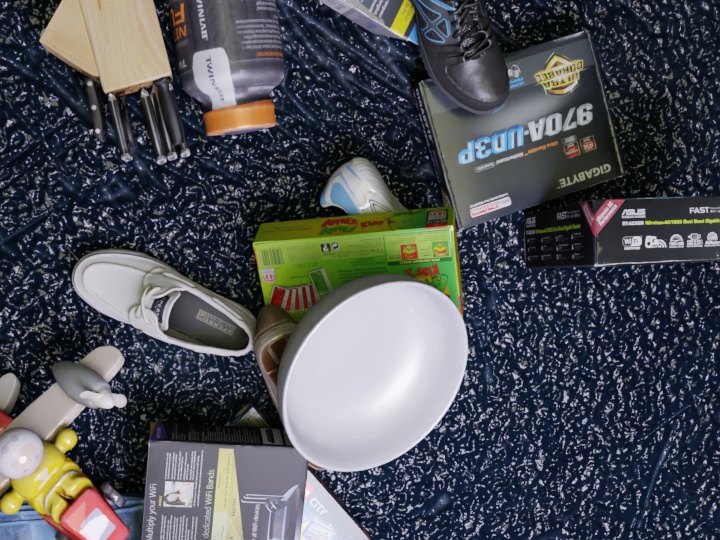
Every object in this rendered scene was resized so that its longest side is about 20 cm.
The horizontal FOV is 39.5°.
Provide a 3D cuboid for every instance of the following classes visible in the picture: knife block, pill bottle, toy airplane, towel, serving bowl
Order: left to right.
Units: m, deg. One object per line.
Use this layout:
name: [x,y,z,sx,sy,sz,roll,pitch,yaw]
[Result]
toy airplane: [-0.315,0.170,0.933,0.195,0.142,0.204,-2,69,-7]
towel: [-0.301,0.283,1.009,0.196,0.049,0.114,-2,95,-11]
knife block: [-0.212,-0.214,0.981,0.174,0.064,0.202,30,88,-12]
pill bottle: [-0.130,-0.235,0.972,0.104,0.106,0.204,-9,95,-9]
serving bowl: [0.003,0.088,0.952,0.197,0.066,0.204,-15,122,-25]

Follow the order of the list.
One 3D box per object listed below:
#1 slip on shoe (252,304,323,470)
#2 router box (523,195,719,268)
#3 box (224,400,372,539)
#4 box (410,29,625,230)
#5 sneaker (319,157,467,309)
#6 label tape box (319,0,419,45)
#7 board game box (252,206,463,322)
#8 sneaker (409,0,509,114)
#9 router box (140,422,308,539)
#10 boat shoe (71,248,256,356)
slip on shoe: [-0.059,0.120,1.019,0.075,0.061,0.202,-29,128,-3]
router box: [0.266,-0.036,1.011,0.147,0.200,0.064,-2,90,-10]
box: [-0.099,0.258,1.049,0.136,0.038,0.201,-41,100,-5]
box: [0.167,-0.149,1.064,0.196,0.046,0.162,-17,97,-9]
sneaker: [0.038,-0.029,1.046,0.072,0.072,0.200,-37,106,22]
label tape box: [0.023,-0.323,1.016,0.198,0.063,0.146,28,89,-15]
board game box: [0.000,0.000,0.998,0.196,0.048,0.103,-5,117,9]
sneaker: [0.088,-0.242,0.964,0.073,0.082,0.202,-34,103,-10]
router box: [-0.137,0.256,0.984,0.154,0.052,0.204,5,101,-12]
boat shoe: [-0.195,0.036,0.998,0.197,0.066,0.073,27,90,-7]
